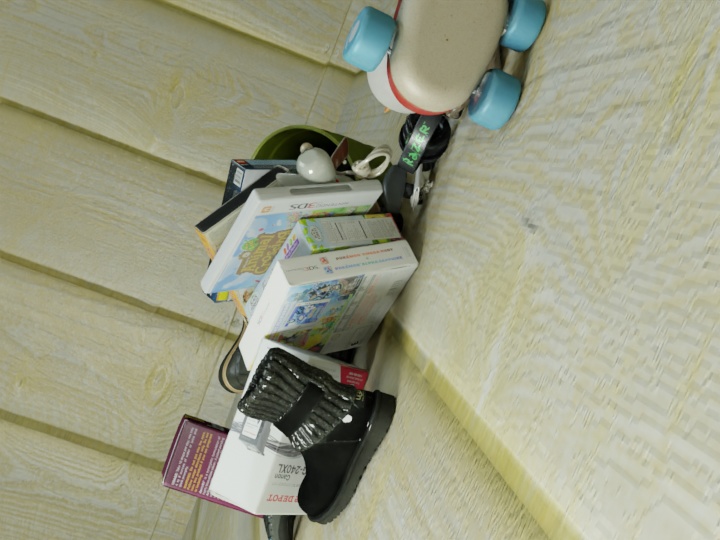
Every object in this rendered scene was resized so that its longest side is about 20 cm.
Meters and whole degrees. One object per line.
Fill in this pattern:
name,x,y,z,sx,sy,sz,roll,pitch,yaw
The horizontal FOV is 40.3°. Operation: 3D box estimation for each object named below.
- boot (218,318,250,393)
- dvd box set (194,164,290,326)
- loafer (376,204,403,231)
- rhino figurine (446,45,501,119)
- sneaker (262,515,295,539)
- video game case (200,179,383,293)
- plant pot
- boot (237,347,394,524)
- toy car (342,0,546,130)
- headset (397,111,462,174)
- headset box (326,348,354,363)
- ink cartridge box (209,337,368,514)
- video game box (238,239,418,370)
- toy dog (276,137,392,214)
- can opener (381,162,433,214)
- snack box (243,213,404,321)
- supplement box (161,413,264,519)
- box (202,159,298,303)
boot,-0.122,0.084,1.423,0.138,0.077,0.201,-18,48,60
dvd box set,-0.124,-0.023,1.328,0.146,0.200,0.029,-39,42,-18
loafer,0.000,0.000,1.392,0.201,0.068,0.070,-65,-8,6
rhino figurine,0.139,-0.276,1.198,0.087,0.060,0.200,-37,28,38
sneaker,-0.093,0.292,1.342,0.073,0.082,0.201,-150,61,-72
video game case,-0.088,-0.041,1.238,0.200,0.181,0.022,-52,55,46
plant pot,-0.042,-0.123,1.494,0.193,0.200,0.201,-18,-44,-60
boot,-0.070,0.186,1.105,0.080,0.157,0.212,-88,21,-58
toy car,0.068,-0.246,1.086,0.178,0.184,0.200,-71,16,-9
headset,0.084,-0.208,1.274,0.124,0.094,0.200,-63,-3,35
headset box,-0.079,0.140,1.501,0.200,0.092,0.175,122,165,-56
ink cartridge box,-0.087,0.200,1.226,0.145,0.083,0.201,23,-94,-57
video game box,-0.045,0.046,1.243,0.047,0.182,0.200,62,146,25
toy dog,-0.041,-0.122,1.269,0.097,0.131,0.200,62,162,23
can opener,0.074,-0.165,1.344,0.053,0.066,0.201,100,-177,-55
snack box,-0.051,0.007,1.278,0.200,0.142,0.053,-54,52,45
supplement box,-0.187,0.296,1.464,0.131,0.199,0.104,162,128,-78
box,-0.135,-0.055,1.362,0.038,0.136,0.201,35,119,39
